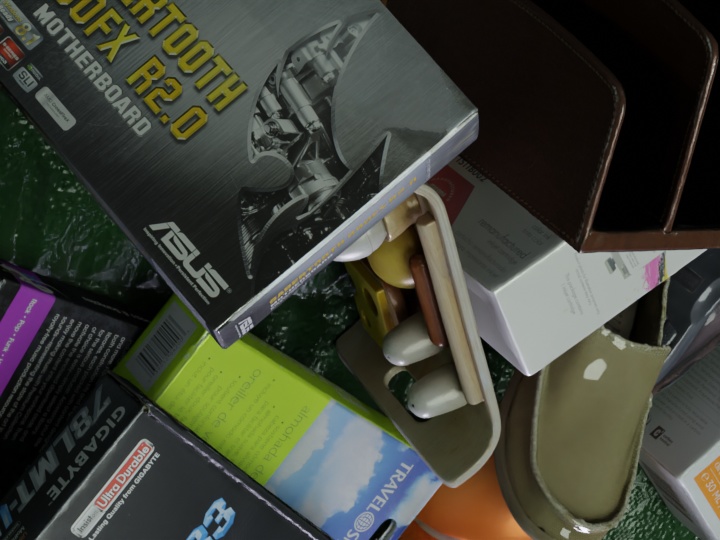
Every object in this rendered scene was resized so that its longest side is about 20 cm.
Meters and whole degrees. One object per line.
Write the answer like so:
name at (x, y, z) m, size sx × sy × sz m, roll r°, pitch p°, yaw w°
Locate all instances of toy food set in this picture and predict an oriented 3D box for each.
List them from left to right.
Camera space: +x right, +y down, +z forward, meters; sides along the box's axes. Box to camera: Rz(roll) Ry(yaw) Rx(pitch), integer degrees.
toy food set at (0.000, 0.000, 1.274) m, size 0.060 × 0.144 × 0.200 m, roll -26°, pitch 129°, yaw -13°

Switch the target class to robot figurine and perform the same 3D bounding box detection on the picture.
robot figurine at (0.078, 0.161, 1.441) m, size 0.143 × 0.117 × 0.200 m, roll -7°, pitch 120°, yaw -13°

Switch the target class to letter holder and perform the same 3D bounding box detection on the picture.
letter holder at (0.106, -0.115, 1.188) m, size 0.100 × 0.200 × 0.142 m, roll -2°, pitch 117°, yaw -31°

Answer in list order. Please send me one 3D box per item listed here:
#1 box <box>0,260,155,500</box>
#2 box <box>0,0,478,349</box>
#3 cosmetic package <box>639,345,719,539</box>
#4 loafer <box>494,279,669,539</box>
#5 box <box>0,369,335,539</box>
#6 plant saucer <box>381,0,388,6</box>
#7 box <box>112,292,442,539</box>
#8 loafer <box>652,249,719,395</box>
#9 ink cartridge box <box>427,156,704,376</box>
box at (-0.146, 0.085, 1.303) m, size 0.200 × 0.036 × 0.143 m, roll 23°, pitch 104°, yaw -38°
box at (-0.067, -0.089, 1.150) m, size 0.158 × 0.200 × 0.048 m, roll -39°, pitch 168°, yaw -6°
cosmetic package at (0.267, 0.075, 1.539) m, size 0.200 × 0.071 × 0.101 m, roll -42°, pitch 131°, yaw -6°
loafer at (0.125, 0.058, 1.362) m, size 0.076 × 0.200 × 0.067 m, roll 20°, pitch 148°, yaw -19°
box at (-0.118, 0.179, 1.251) m, size 0.200 × 0.050 × 0.198 m, roll -51°, pitch 133°, yaw -4°
plant saucer at (0.080, -0.117, 1.327) m, size 0.200 × 0.037 × 0.201 m, roll -16°, pitch 125°, yaw -25°
box at (-0.058, 0.105, 1.317) m, size 0.122 × 0.048 × 0.200 m, roll -51°, pitch 132°, yaw 5°
loafer at (0.214, -0.002, 1.472) m, size 0.200 × 0.072 × 0.063 m, roll -45°, pitch 151°, yaw 6°
ink cartridge box at (0.127, -0.048, 1.297) m, size 0.200 × 0.116 × 0.068 m, roll -35°, pitch 129°, yaw -12°
